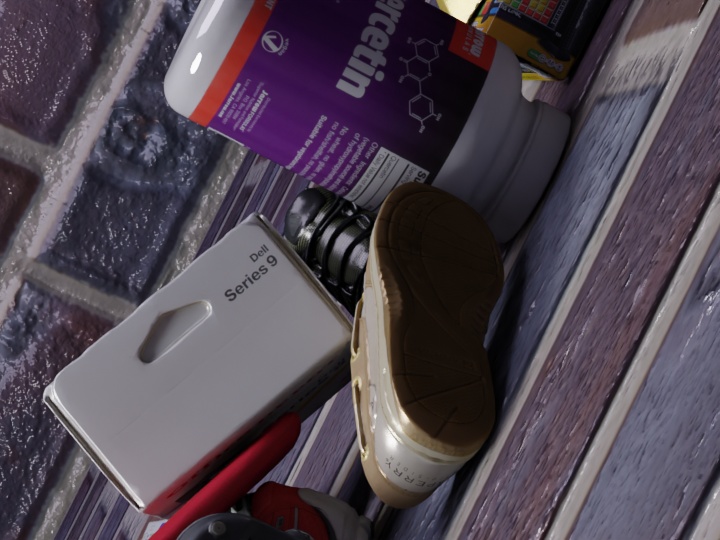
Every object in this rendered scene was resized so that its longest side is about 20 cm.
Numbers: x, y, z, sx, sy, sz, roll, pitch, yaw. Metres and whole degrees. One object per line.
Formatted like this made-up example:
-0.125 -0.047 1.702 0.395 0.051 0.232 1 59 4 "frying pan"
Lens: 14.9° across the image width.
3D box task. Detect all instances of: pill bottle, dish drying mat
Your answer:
0.005 -0.093 1.449 0.113 0.200 0.112 -61 8 15 "pill bottle"
-0.104 0.141 1.346 0.200 0.018 0.077 -41 -2 -38 "dish drying mat"

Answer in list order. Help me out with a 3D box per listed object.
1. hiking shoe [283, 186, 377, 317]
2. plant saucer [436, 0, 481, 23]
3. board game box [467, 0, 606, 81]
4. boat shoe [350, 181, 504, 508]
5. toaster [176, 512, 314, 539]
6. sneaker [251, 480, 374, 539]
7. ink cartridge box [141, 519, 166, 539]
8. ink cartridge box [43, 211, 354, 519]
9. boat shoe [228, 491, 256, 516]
0.000 0.000 1.546 0.076 0.101 0.200 -63 7 7 "hiking shoe"
0.095 -0.264 1.595 0.200 0.048 0.200 -57 9 35 "plant saucer"
0.115 -0.194 1.605 0.165 0.057 0.200 -64 7 0 "board game box"
0.024 0.035 1.341 0.200 0.074 0.069 -83 20 -53 "boat shoe"
-0.075 0.217 1.278 0.200 0.114 0.129 -65 4 -25 "toaster"
-0.066 0.182 1.430 0.200 0.085 0.077 -58 7 29 "sneaker"
-0.165 0.272 1.967 0.200 0.047 0.198 -66 9 -11 "ink cartridge box"
-0.077 0.056 1.460 0.145 0.088 0.200 -41 -8 -3 "ink cartridge box"
-0.058 0.160 1.548 0.071 0.072 0.200 -30 -1 5 "boat shoe"
